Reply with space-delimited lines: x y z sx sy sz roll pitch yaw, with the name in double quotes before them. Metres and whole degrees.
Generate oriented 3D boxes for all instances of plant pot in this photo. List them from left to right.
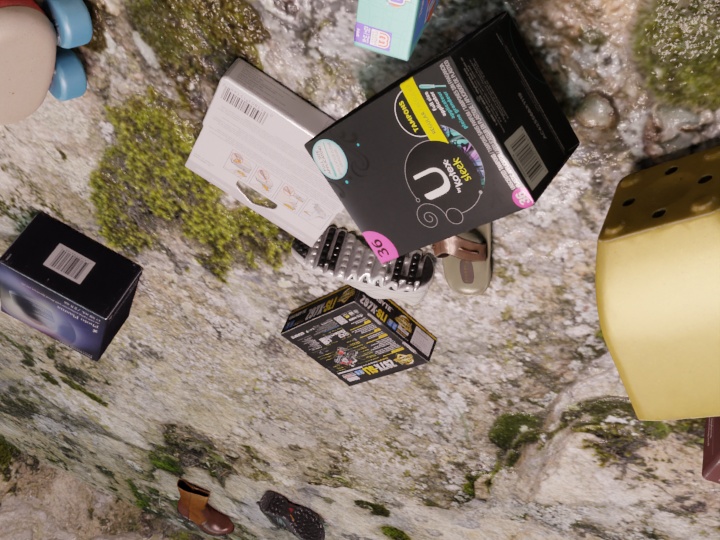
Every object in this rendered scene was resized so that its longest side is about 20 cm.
"plant pot" 0.334 -0.001 0.697 0.195 0.194 0.200 -16 119 42

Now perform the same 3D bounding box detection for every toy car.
"toy car" -0.446 -0.289 0.836 0.200 0.184 0.177 52 144 10

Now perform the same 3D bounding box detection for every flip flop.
"flip flop" 0.118 -0.028 0.888 0.081 0.058 0.200 7 140 22

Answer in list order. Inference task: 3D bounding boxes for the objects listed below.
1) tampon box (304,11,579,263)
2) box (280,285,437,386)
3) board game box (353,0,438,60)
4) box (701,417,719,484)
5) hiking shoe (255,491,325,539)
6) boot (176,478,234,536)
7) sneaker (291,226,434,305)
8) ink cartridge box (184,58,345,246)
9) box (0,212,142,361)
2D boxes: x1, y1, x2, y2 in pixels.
"tampon box" 0.077 -0.121 0.708 0.200 0.126 0.150 -22 106 45
"box" -0.007 0.103 1.133 0.160 0.049 0.200 38 142 -22
"board game box" 0.054 -0.269 0.505 0.045 0.200 0.152 19 144 7
"box" 0.495 0.144 0.794 0.164 0.166 0.200 17 144 12
"hiking shoe" -0.181 0.651 1.907 0.200 0.076 0.101 38 151 -2
"boot" -0.450 0.691 2.129 0.188 0.069 0.200 28 137 9
"sneaker" 0.000 0.000 0.986 0.199 0.075 0.081 18 152 10
"ink cartridge box" -0.100 -0.136 0.890 0.200 0.045 0.176 33 142 -10
"box" -0.512 0.037 1.279 0.200 0.123 0.198 30 145 -6
